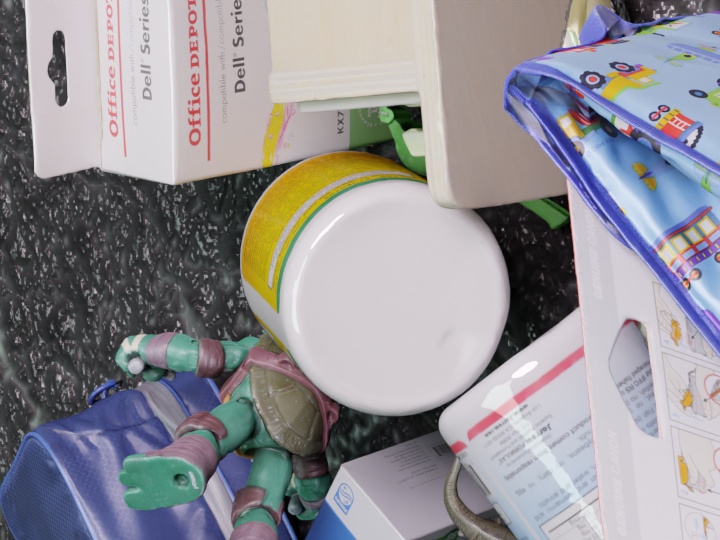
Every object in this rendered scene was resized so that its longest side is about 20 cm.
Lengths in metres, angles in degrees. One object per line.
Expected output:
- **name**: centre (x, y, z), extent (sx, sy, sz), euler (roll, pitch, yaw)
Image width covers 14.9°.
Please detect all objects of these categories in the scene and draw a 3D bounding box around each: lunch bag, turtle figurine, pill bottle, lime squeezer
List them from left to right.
- **lunch bag**: centre (-0.111, 0.153, 1.588), extent (0.201, 0.132, 0.136), euler (63, 153, 14)
- **turtle figurine**: centre (-0.060, 0.078, 1.454), extent (0.150, 0.200, 0.101), euler (41, 122, -11)
- **pill bottle**: centre (0.000, 0.000, 1.383), extent (0.200, 0.112, 0.114), euler (-143, 46, -76)
- **lime squeezer**: centre (0.036, -0.096, 1.420), extent (0.071, 0.038, 0.201), euler (-41, 69, 46)
- **pill bottle**: centre (0.135, 0.118, 1.296), extent (0.200, 0.109, 0.109), euler (54, 137, 3)
- **lunch bag**: centre (0.166, -0.052, 1.182), extent (0.200, 0.150, 0.094), euler (43, 130, 25)

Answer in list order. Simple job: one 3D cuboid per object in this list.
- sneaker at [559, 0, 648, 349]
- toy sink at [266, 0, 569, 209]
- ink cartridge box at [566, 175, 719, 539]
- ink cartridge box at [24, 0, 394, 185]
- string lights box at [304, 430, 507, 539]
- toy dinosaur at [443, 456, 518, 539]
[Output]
- **sneaker**: centre (0.156, -0.053, 1.290), extent (0.088, 0.077, 0.201), euler (-20, 83, 18)
- **toy sink**: centre (0.031, -0.131, 1.324), extent (0.112, 0.130, 0.201), euler (-2, 96, 40)
- **ink cartridge box**: centre (0.157, 0.071, 1.160), extent (0.044, 0.173, 0.201), euler (-49, 33, 43)
- **ink cartridge box**: centre (-0.073, -0.111, 1.413), extent (0.067, 0.199, 0.118), euler (13, 111, 46)
- **string lights box**: centre (0.007, 0.178, 1.478), extent (0.059, 0.102, 0.201), euler (47, 132, 27)
- **toy dinosaur**: centre (0.097, 0.175, 1.365), extent (0.102, 0.077, 0.201), euler (35, 141, 59)
